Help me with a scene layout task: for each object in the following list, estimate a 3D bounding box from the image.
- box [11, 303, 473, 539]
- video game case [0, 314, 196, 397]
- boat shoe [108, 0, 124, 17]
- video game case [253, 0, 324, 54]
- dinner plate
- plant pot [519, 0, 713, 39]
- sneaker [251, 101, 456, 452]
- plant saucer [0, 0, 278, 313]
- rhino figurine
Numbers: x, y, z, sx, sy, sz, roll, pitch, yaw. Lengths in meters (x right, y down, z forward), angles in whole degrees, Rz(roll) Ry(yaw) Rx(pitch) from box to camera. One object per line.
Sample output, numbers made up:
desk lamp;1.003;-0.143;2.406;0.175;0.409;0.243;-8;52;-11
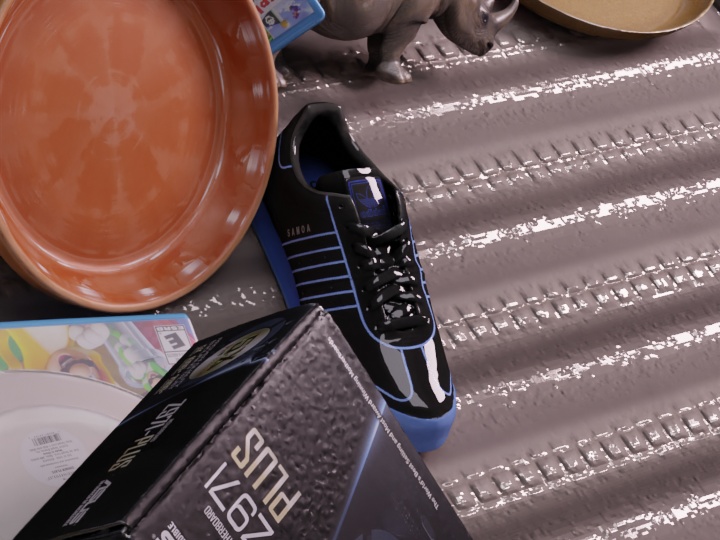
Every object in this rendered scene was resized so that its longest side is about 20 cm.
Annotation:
box;-0.034;0.145;0.978;0.201;0.086;0.164;58;43;-15
video game case;-0.119;0.106;1.076;0.142;0.018;0.201;-2;51;-29
boat shoe;-0.160;-0.115;1.172;0.200;0.057;0.067;-50;121;-22
video game case;-0.132;-0.183;1.238;0.143;0.018;0.200;-34;94;-3
dinner plate;-0.130;0.120;1.018;0.199;0.024;0.201;15;44;-15
plant pot;0.146;-0.222;1.522;0.199;0.028;0.201;15;45;-15
sneaker;0.000;0.000;1.203;0.070;0.078;0.200;-9;54;-33
plant saucer;-0.125;-0.079;1.161;0.032;0.201;0.200;8;25;44
rhino figurine;0.016;-0.157;1.341;0.199;0.088;0.060;-6;15;-32
